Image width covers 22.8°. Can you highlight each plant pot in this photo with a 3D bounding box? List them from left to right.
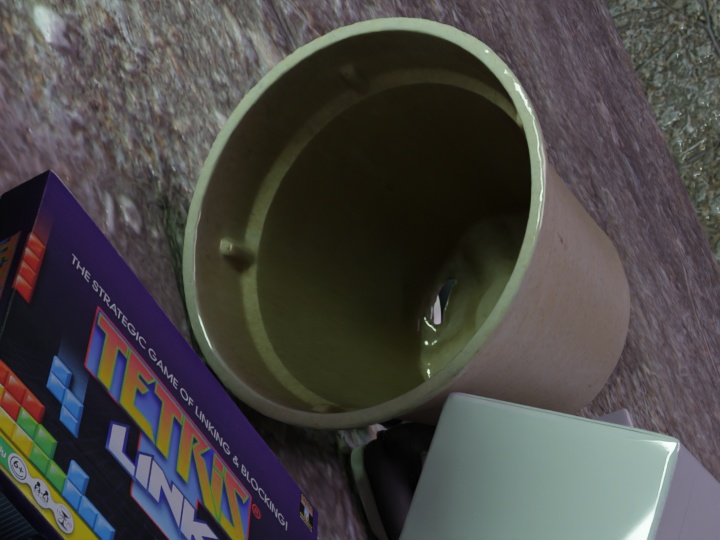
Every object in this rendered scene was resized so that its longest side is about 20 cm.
[{"bbox_3d":[0.043,0.002,0.903,0.183,0.199,0.202,30,37,-53],"label":"plant pot"}]

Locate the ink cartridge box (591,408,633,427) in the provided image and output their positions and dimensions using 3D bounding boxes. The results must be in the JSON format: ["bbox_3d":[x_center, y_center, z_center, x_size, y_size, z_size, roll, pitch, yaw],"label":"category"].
[{"bbox_3d":[0.173,0.216,1.162,0.145,0.083,0.201,65,8,-57],"label":"ink cartridge box"}]

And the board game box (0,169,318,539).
[{"bbox_3d":[-0.089,0.088,0.659,0.201,0.056,0.166,55,20,-28],"label":"board game box"}]

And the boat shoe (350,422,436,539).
[{"bbox_3d":[0.055,0.175,0.959,0.202,0.057,0.067,68,17,13],"label":"boat shoe"}]

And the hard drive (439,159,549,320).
[{"bbox_3d":[0.064,-0.014,1.127,0.038,0.139,0.201,48,22,-43],"label":"hard drive"}]

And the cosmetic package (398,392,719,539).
[{"bbox_3d":[0.098,0.190,0.803,0.200,0.122,0.201,40,65,-50],"label":"cosmetic package"}]

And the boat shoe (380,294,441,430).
[{"bbox_3d":[0.001,-0.001,1.050,0.066,0.074,0.201,18,57,-31],"label":"boat shoe"}]
